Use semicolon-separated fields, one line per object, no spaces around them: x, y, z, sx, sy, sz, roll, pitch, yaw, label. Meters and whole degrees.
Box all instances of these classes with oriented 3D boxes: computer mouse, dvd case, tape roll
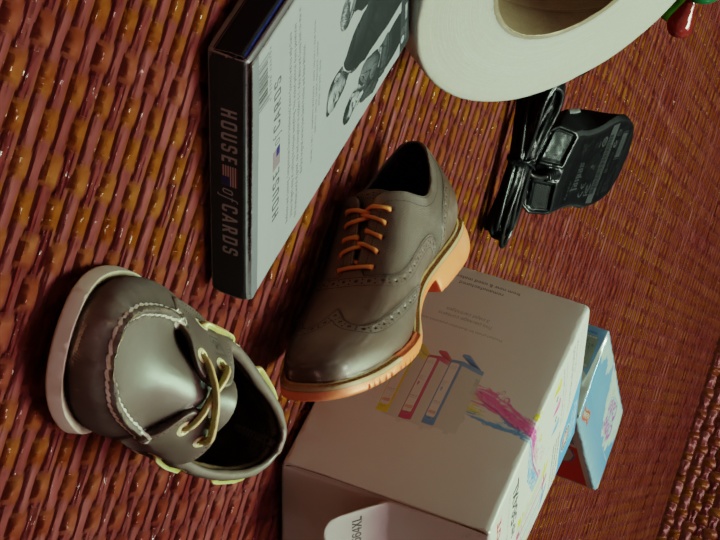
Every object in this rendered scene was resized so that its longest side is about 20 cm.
0.141;-0.104;1.727;0.200;0.046;0.141;-25;136;-56;computer mouse
-0.020;-0.105;1.139;0.150;0.025;0.200;92;21;-46;dvd case
0.106;-0.173;1.282;0.203;0.037;0.203;-24;148;-16;tape roll

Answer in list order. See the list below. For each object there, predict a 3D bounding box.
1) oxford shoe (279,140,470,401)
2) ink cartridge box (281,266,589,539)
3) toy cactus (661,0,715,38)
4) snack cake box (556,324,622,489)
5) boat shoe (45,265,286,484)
0.000;0.000;1.290;0.200;0.071;0.073;-60;142;-55;oxford shoe
0.039;0.113;1.418;0.129;0.125;0.200;91;21;-50;ink cartridge box
0.232;-0.232;1.699;0.102;0.165;0.200;-37;142;-32;toy cactus
0.115;0.082;1.694;0.200;0.115;0.067;66;43;-70;snack cake box
-0.078;0.049;1.026;0.200;0.059;0.072;56;53;-72;boat shoe
